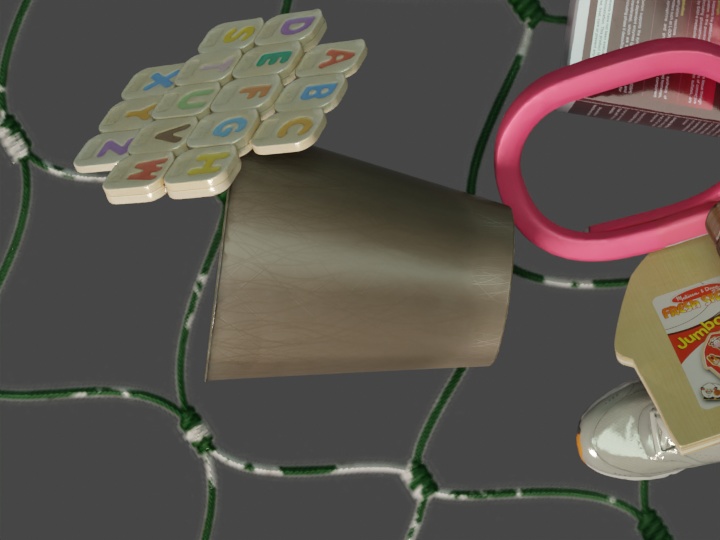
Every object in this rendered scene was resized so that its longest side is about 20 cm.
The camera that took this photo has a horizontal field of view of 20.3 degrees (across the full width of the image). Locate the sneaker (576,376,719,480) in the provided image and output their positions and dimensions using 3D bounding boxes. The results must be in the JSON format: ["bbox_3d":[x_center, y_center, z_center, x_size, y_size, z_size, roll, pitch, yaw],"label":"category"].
[{"bbox_3d":[0.250,0.103,1.403,0.198,0.092,0.076,-9,85,-1],"label":"sneaker"}]

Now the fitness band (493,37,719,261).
[{"bbox_3d":[0.192,-0.085,1.409,0.198,0.037,0.145,-16,111,11],"label":"fitness band"}]

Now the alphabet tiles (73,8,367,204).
[{"bbox_3d":[-0.098,-0.115,1.379,0.194,0.015,0.201,-3,39,29],"label":"alphabet tiles"}]

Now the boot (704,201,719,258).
[{"bbox_3d":[0.345,0.007,1.333,0.185,0.064,0.201,-24,46,3],"label":"boot"}]

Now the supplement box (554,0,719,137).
[{"bbox_3d":[0.246,-0.156,1.445,0.198,0.061,0.110,10,85,1],"label":"supplement box"}]

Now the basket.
[{"bbox_3d":[0.000,0.000,1.392,0.198,0.136,0.182,8,88,-4],"label":"basket"}]

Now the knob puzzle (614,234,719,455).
[{"bbox_3d":[0.271,0.031,1.396,0.218,0.031,0.221,-9,47,10],"label":"knob puzzle"}]
